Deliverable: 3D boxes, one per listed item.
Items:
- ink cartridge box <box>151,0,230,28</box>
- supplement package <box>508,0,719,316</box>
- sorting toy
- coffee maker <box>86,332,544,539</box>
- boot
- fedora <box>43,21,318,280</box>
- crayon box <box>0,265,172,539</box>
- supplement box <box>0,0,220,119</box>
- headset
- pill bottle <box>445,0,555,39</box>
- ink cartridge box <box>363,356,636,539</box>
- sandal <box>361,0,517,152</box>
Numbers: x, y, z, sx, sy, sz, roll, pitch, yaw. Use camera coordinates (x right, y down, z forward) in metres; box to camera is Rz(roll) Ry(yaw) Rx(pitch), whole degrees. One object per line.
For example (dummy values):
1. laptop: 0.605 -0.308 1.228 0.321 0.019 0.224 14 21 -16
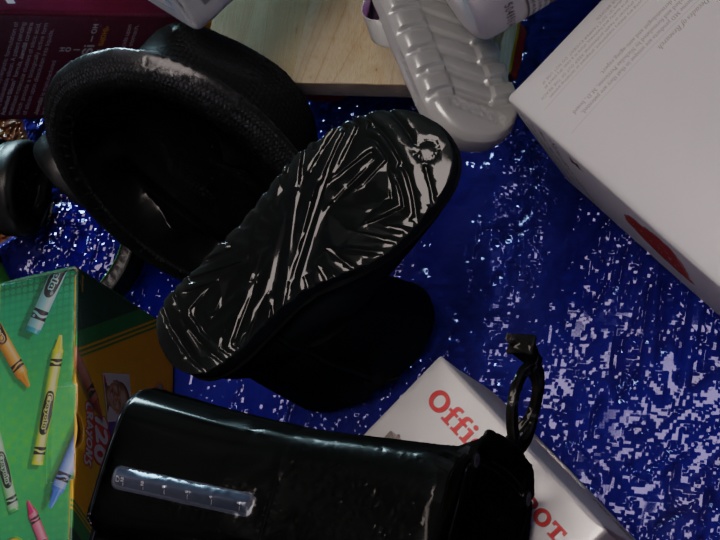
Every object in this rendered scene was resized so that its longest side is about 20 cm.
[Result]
1. ink cartridge box: -0.093 -0.237 1.158 0.160 0.047 0.200 -44 36 -8
2. supplement package: 0.199 -0.054 1.031 0.120 0.121 0.200 -46 59 1
3. sorting toy: 0.020 -0.195 1.198 0.197 0.070 0.202 4 73 26
4. coffee maker: -0.022 0.124 0.979 0.199 0.135 0.193 9 51 28
5. boot: 0.000 0.000 1.069 0.200 0.168 0.077 -41 66 15
6. fedora: -0.089 -0.077 1.149 0.199 0.201 0.092 5 48 26
7. crayon box: -0.163 0.114 1.134 0.058 0.119 0.202 -11 67 20
8. supplement box: -0.205 -0.161 1.204 0.111 0.199 0.086 58 136 34
9. headset: -0.199 -0.063 1.260 0.123 0.094 0.202 -18 79 18
10. pill bottle: 0.123 -0.221 1.032 0.199 0.114 0.114 -30 61 -1
11. ink cartridge box: 0.032 0.170 1.043 0.200 0.083 0.147 -46 58 2
12. sandal: 0.033 -0.147 1.101 0.050 0.082 0.204 125 142 -48
